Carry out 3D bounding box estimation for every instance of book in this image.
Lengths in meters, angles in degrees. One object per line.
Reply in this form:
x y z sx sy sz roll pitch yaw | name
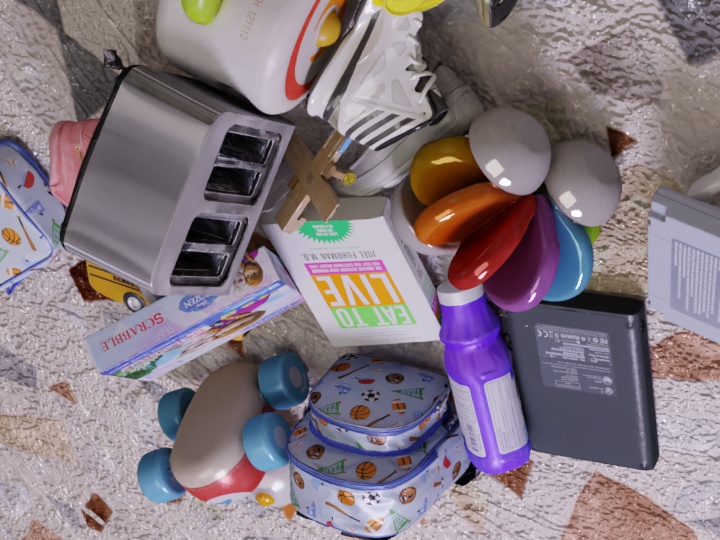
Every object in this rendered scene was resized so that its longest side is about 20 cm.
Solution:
0.000 0.000 1.562 0.133 0.048 0.200 -1 142 26 | book

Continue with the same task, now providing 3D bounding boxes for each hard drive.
0.225 0.110 1.558 0.139 0.033 0.201 7 127 27 | hard drive

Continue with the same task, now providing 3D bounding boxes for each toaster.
-0.165 -0.081 1.380 0.118 0.200 0.182 26 99 23 | toaster

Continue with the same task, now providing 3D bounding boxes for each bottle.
0.123 0.105 1.580 0.065 0.084 0.201 -17 108 -9 | bottle

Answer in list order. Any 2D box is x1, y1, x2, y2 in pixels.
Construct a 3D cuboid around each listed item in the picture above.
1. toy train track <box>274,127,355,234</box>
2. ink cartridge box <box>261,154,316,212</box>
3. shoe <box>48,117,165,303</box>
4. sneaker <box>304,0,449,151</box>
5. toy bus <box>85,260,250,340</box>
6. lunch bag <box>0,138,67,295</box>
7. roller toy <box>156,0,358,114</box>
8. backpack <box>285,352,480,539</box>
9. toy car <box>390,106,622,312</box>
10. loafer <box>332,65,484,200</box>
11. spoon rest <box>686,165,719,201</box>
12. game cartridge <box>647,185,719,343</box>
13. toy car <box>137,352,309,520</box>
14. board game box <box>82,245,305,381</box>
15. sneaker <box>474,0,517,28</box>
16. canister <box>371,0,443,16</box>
-0.014 -0.116 1.450 0.032 0.115 0.200 17 119 -38 | toy train track
-0.157 -0.107 1.561 0.199 0.116 0.068 -4 122 32 | ink cartridge box
-0.241 -0.059 1.522 0.090 0.071 0.201 2 120 31 | shoe
0.047 -0.196 1.363 0.115 0.076 0.201 34 108 7 | sneaker
-0.205 0.011 1.720 0.199 0.065 0.079 17 130 20 | toy bus
-0.429 -0.054 1.800 0.199 0.076 0.161 -24 112 40 | lunch bag
-0.078 -0.240 1.363 0.139 0.200 0.183 28 145 9 | roller toy
0.014 0.189 1.638 0.199 0.191 0.155 8 128 27 | backpack
0.133 -0.037 1.391 0.199 0.151 0.175 21 141 -28 | toy car
0.036 -0.126 1.469 0.200 0.070 0.070 -34 88 42 | loafer
0.370 -0.029 1.354 0.200 0.061 0.099 38 138 -19 | spoon rest
0.318 0.007 1.360 0.133 0.041 0.200 29 161 22 | game cartridge
-0.117 0.224 1.776 0.183 0.178 0.200 -21 125 28 | toy car
-0.160 0.048 1.565 0.199 0.200 0.041 -27 82 4 | board game box
0.087 -0.303 1.300 0.088 0.077 0.201 8 122 38 | sneaker
0.015 -0.329 1.245 0.201 0.086 0.149 57 146 23 | canister
